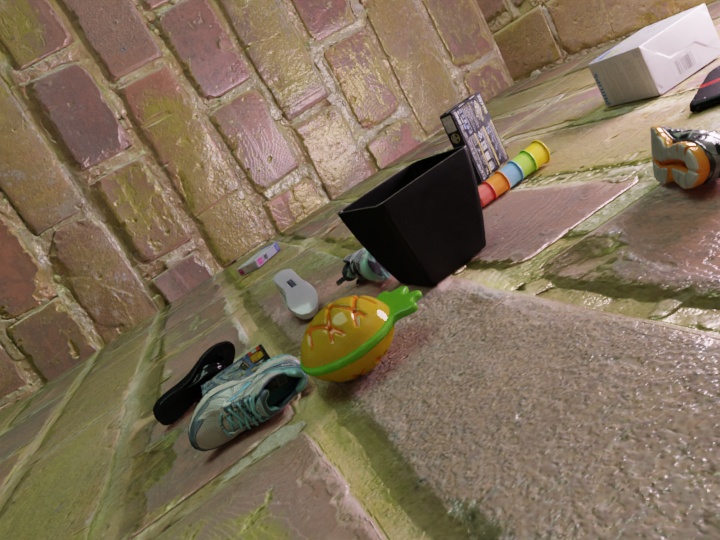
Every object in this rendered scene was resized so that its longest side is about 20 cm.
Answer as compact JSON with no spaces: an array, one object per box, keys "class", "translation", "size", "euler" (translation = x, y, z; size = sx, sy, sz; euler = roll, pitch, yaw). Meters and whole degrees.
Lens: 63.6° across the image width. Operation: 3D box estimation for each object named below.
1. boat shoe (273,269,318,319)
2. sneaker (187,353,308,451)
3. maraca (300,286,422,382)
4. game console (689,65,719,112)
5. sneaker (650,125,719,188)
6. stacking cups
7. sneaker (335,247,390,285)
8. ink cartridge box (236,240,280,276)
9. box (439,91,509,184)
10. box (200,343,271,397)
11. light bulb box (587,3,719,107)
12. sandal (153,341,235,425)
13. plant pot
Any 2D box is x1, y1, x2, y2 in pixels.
[{"class":"boat shoe","translation":[-0.140,0.066,1.299],"size":[0.071,0.066,0.200],"euler":[-31,34,-17]},{"class":"sneaker","translation":[-0.164,0.195,0.858],"size":[0.199,0.078,0.086],"euler":[-36,17,-19]},{"class":"maraca","translation":[0.000,0.083,0.825],"size":[0.199,0.108,0.137],"euler":[-34,21,-14]},{"class":"game console","translation":[0.709,-0.354,1.035],"size":[0.199,0.031,0.177],"euler":[-15,25,51]},{"class":"sneaker","translation":[0.456,-0.160,0.800],"size":[0.076,0.079,0.201],"euler":[-13,21,13]},{"class":"stacking cups","translation":[0.327,-0.213,1.283],"size":[0.199,0.061,0.060],"euler":[-34,13,-13]},{"class":"sneaker","translation":[0.000,0.000,1.227],"size":[0.139,0.079,0.200],"euler":[-27,4,21]},{"class":"ink cartridge box","translation":[-0.414,-0.054,2.413],"size":[0.118,0.042,0.200],"euler":[-22,19,35]},{"class":"box","translation":[0.302,-0.347,1.525],"size":[0.049,0.202,0.161],"euler":[-12,23,49]},{"class":"box","translation":[-0.206,0.200,1.007],"size":[0.136,0.040,0.200],"euler":[-35,13,-11]},{"class":"light bulb box","translation":[0.698,-0.506,1.390],"size":[0.197,0.126,0.200],"euler":[-33,12,-5]},{"class":"sandal","translation":[-0.307,0.222,1.124],"size":[0.048,0.076,0.201],"euler":[16,51,38]},{"class":"plant pot","translation":[0.109,-0.085,1.046],"size":[0.199,0.179,0.199],"euler":[-36,14,-18]}]
